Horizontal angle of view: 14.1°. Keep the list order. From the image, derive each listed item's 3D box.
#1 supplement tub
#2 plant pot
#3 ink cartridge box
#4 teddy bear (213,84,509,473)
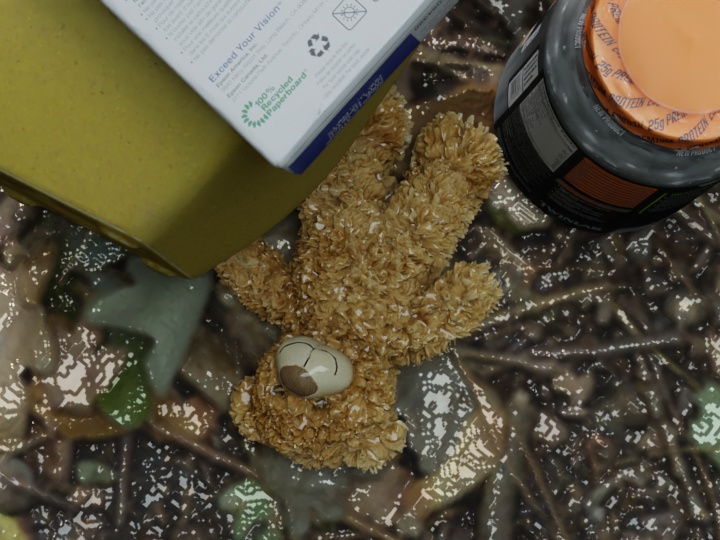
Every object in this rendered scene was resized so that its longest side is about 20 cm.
[{"bbox_3d":[0.140,-0.091,1.425,0.122,0.200,0.123,1,81,-8],"label":"supplement tub"},{"bbox_3d":[-0.095,-0.112,1.390,0.194,0.196,0.200,26,85,13],"label":"plant pot"},{"bbox_3d":[-0.035,-0.179,1.273,0.200,0.043,0.196,44,96,14],"label":"ink cartridge box"},{"bbox_3d":[0.000,0.000,1.462,0.145,0.067,0.200,38,78,2],"label":"teddy bear"}]
